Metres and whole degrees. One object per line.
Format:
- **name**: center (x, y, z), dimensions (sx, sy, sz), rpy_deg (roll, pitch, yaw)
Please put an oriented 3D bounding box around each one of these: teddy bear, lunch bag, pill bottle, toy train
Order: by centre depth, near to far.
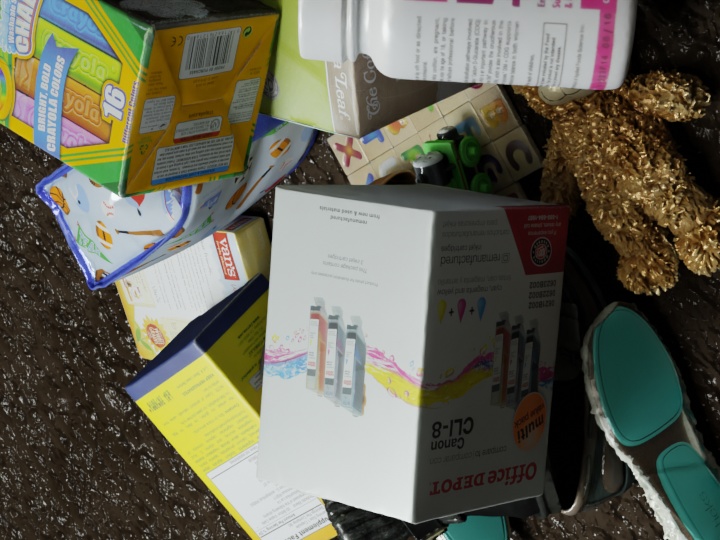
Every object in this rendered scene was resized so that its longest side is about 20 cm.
- **pill bottle**: center (0.065, -0.171, 1.152), dimensions (0.199, 0.114, 0.114), rpy_deg (3, 124, 2)
- **teddy bear**: center (0.168, -0.076, 1.234), dimensions (0.145, 0.067, 0.201), rpy_deg (0, 113, 46)
- **toy train**: center (0.082, -0.006, 1.375), dimensions (0.042, 0.056, 0.201), rpy_deg (2, 118, 47)
- **lunch bag**: center (-0.134, -0.089, 1.488), dimensions (0.200, 0.170, 0.124), rpy_deg (-23, 100, 54)

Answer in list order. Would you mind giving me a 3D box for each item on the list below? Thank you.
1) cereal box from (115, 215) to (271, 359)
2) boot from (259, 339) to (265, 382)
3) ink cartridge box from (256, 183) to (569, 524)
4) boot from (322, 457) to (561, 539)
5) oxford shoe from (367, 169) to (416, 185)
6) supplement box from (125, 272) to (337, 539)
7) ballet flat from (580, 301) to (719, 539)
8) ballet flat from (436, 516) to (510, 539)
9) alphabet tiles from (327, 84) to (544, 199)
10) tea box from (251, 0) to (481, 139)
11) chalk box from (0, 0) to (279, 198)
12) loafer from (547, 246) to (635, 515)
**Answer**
- **cereal box**: center (-0.143, 0.018, 1.668), dimensions (0.199, 0.039, 0.145), rpy_deg (7, 120, 45)
- **boot**: center (-0.019, 0.086, 1.416), dimensions (0.200, 0.075, 0.074), rpy_deg (-129, 53, -70)
- **ink cartridge box**: center (0.034, 0.049, 1.248), dimensions (0.144, 0.145, 0.201), rpy_deg (11, 100, 41)
- **boot**: center (0.054, 0.161, 1.380), dimensions (0.211, 0.157, 0.080), rpy_deg (135, 117, -80)
- **oxford shoe**: center (0.000, 0.000, 1.370), dimensions (0.071, 0.201, 0.071), rpy_deg (30, 137, -15)
- **supplement box**: center (-0.075, 0.124, 1.559), dimensions (0.200, 0.110, 0.109), rpy_deg (51, 133, -7)
- **ballet flat**: center (0.201, 0.118, 1.323), dimensions (0.072, 0.072, 0.201), rpy_deg (-20, 97, 52)
- **ballet flat**: center (0.056, 0.150, 1.518), dimensions (0.069, 0.069, 0.201), rpy_deg (-30, 87, 52)
- **alphabet tiles**: center (0.052, -0.089, 1.407), dimensions (0.200, 0.006, 0.167), rpy_deg (-28, 91, 52)
- **tea box**: center (-0.033, -0.219, 1.312), dimensions (0.196, 0.133, 0.201), rpy_deg (20, 124, 41)
- **chalk box**: center (-0.175, -0.151, 1.288), dimensions (0.200, 0.125, 0.125), rpy_deg (30, 119, 33)
- **loafer**: center (0.148, 0.081, 1.357), dimensions (0.072, 0.063, 0.201), rpy_deg (1, 114, 48)
